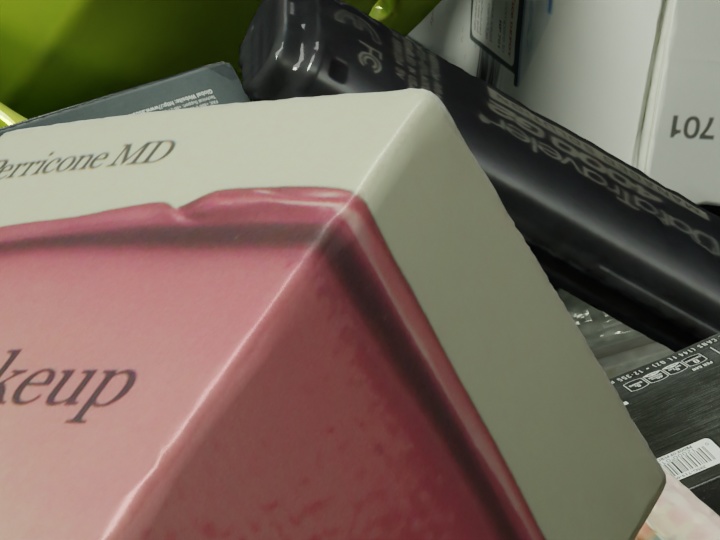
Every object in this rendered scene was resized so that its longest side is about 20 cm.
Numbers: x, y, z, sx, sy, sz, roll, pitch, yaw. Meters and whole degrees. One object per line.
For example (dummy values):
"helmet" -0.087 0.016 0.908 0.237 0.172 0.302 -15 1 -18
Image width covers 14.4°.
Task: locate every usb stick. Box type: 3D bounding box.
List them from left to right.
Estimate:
"usb stick" 0.058 -0.012 0.734 0.033 0.200 0.055 -52 20 25

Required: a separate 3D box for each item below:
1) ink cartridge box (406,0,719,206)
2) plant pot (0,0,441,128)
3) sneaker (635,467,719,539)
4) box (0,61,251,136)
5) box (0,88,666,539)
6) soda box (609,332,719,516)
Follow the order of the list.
"ink cartridge box" 0.110 -0.088 0.897 0.146 0.086 0.200 2 17 -23
"plant pot" -0.081 -0.123 0.810 0.199 0.182 0.200 33 13 24
"sneaker" 0.048 0.093 0.593 0.080 0.071 0.200 -30 44 -27
"box" -0.081 0.051 0.657 0.200 0.158 0.051 -22 -12 -36
"box" -0.054 0.072 0.532 0.128 0.109 0.200 -3 40 41
"soda box" 0.148 0.036 0.684 0.200 0.071 0.063 -21 24 -12
